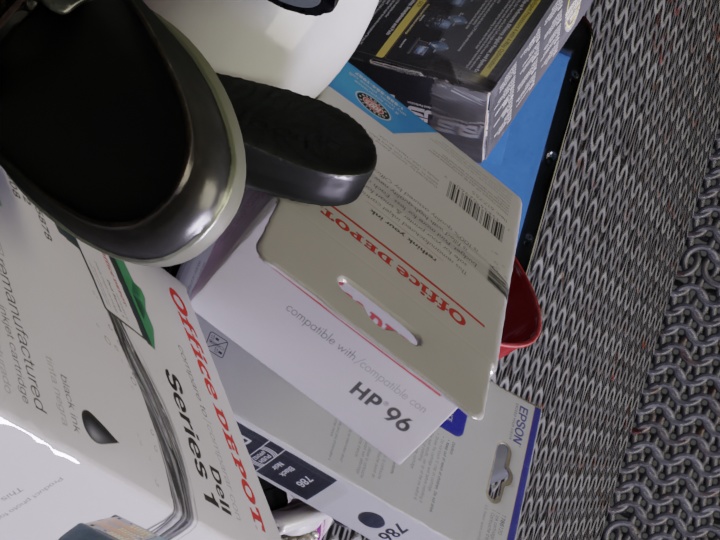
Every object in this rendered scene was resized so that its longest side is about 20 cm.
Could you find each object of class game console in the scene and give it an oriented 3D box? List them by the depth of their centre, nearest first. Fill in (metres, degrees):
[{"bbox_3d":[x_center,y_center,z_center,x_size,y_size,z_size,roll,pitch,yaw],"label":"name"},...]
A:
[{"bbox_3d":[0.058,-0.097,1.143,0.172,0.119,0.200,16,90,-73],"label":"game console"}]

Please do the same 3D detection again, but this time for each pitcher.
[{"bbox_3d":[-0.047,-0.151,0.799,0.200,0.121,0.172,-56,-161,-18],"label":"pitcher"}]

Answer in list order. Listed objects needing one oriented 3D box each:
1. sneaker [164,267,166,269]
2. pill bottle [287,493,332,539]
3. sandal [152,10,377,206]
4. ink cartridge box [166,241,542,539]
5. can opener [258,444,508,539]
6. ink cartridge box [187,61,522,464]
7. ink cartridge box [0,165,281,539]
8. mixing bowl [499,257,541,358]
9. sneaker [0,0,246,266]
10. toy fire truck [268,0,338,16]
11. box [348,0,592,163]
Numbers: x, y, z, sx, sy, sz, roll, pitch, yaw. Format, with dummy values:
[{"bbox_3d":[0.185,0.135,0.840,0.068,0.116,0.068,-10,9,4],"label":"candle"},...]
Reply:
[{"bbox_3d":[-0.131,-0.008,0.727,0.200,0.070,0.082,37,68,-69],"label":"sneaker"},{"bbox_3d":[-0.100,0.163,0.896,0.200,0.112,0.112,-55,154,-46],"label":"pill bottle"},{"bbox_3d":[-0.083,-0.075,0.668,0.048,0.200,0.075,-63,-150,30],"label":"sandal"},{"bbox_3d":[-0.010,0.062,0.828,0.039,0.200,0.099,-41,-157,45],"label":"ink cartridge box"},{"bbox_3d":[0.007,0.098,0.887,0.200,0.053,0.066,-8,88,-43],"label":"can opener"},{"bbox_3d":[0.000,0.000,0.757,0.068,0.116,0.200,-48,-169,26],"label":"ink cartridge box"},{"bbox_3d":[-0.119,0.040,0.603,0.200,0.084,0.146,43,20,-56],"label":"ink cartridge box"},{"bbox_3d":[-0.011,0.002,0.955,0.108,0.200,0.200,-47,171,20],"label":"mixing bowl"},{"bbox_3d":[-0.121,-0.083,0.538,0.075,0.200,0.106,-45,157,8],"label":"sneaker"},{"bbox_3d":[-0.011,-0.166,0.599,0.176,0.200,0.129,37,69,-31],"label":"toy fire truck"},{"bbox_3d":[0.027,-0.146,0.939,0.200,0.161,0.049,-56,155,-46],"label":"box"}]
